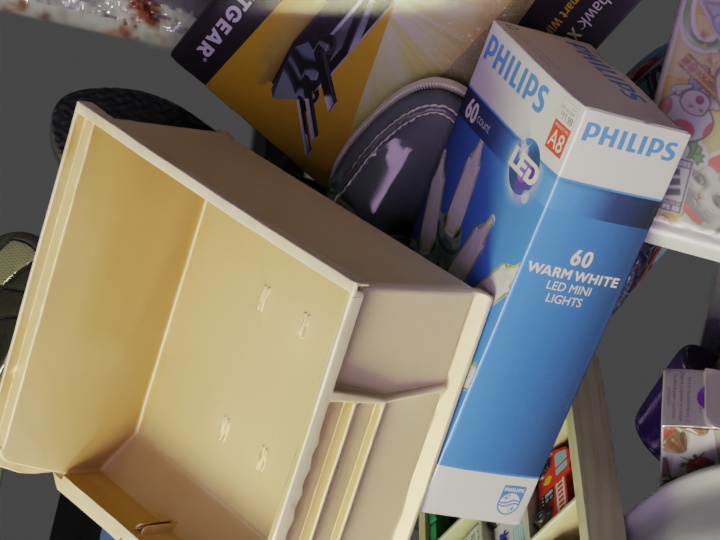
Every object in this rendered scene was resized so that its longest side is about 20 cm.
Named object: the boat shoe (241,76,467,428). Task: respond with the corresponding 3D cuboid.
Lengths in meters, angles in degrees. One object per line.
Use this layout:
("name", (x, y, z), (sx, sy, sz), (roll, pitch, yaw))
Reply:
("boat shoe", (0.000, 0.000, 0.945), (0.072, 0.062, 0.201), (30, 113, -9))

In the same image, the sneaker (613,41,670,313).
("sneaker", (0.129, -0.023, 0.946), (0.079, 0.096, 0.201), (34, 117, -2))

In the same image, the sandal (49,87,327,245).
("sandal", (-0.074, -0.029, 1.014), (0.199, 0.076, 0.048), (26, 144, 1))

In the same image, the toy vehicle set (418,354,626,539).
("toy vehicle set", (0.077, 0.134, 0.971), (0.026, 0.201, 0.124), (32, 117, -18))

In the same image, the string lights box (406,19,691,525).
("string lights box", (0.067, 0.002, 0.889), (0.059, 0.103, 0.201), (10, 113, -26))

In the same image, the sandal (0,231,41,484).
("sandal", (-0.206, 0.073, 1.095), (0.080, 0.057, 0.203), (28, 108, 41))

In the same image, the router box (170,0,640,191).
("router box", (0.028, -0.131, 0.950), (0.157, 0.052, 0.200), (39, 117, -5))

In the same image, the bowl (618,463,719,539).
("bowl", (0.186, 0.195, 0.888), (0.199, 0.090, 0.203), (9, 114, 20))

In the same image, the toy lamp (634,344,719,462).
("toy lamp", (0.217, 0.026, 0.967), (0.058, 0.058, 0.200), (43, 117, -6))

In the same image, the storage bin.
("storage bin", (-0.065, 0.055, 0.893), (0.199, 0.093, 0.200), (32, 110, 39))

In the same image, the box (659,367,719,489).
("box", (0.170, 0.130, 0.994), (0.038, 0.042, 0.201), (3, 134, 10))

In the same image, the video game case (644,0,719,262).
("video game case", (0.235, -0.077, 0.878), (0.198, 0.023, 0.183), (15, 79, 8))

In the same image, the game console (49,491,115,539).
("game console", (-0.084, 0.119, 1.022), (0.199, 0.178, 0.031), (-24, 129, 23))
